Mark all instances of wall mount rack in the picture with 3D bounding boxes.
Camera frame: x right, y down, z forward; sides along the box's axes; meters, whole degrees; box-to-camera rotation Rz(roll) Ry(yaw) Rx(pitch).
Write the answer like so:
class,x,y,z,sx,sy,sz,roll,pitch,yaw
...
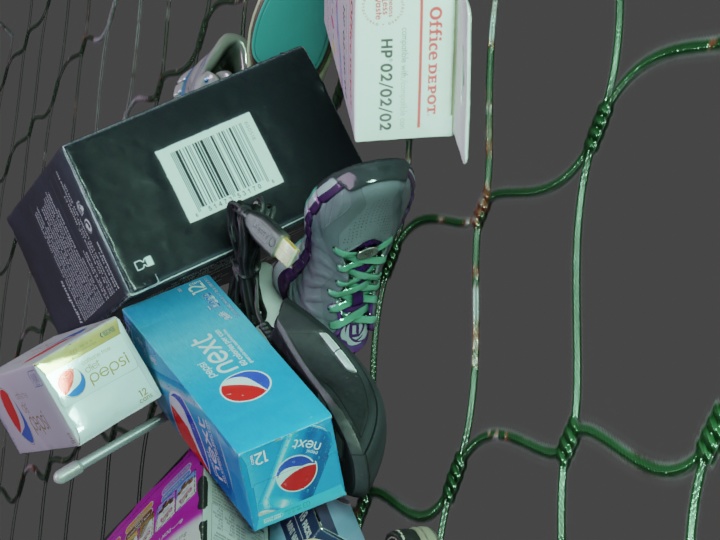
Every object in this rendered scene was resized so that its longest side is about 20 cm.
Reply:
class,x,y,z,sx,sy,sz,roll,pitch,yaw
wall mount rack,-0.138,0.116,1.811,0.200,0.173,0.075,-147,68,-73

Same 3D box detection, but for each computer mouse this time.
class,x,y,z,sx,sy,sz,roll,pitch,yaw
computer mouse,-0.028,0.039,1.603,0.200,0.046,0.141,54,155,39

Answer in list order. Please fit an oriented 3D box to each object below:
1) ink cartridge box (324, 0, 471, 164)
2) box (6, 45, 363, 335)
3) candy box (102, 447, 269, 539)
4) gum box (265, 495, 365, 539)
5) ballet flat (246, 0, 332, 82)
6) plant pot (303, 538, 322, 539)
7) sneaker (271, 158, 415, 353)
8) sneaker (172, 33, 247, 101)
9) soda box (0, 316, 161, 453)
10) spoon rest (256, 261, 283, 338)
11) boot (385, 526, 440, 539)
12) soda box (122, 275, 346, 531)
class,x,y,z,sx,sy,sz,roll,pitch,yaw
ink cartridge box,0.021,-0.160,1.578,0.200,0.068,0.116,-104,12,-56
box,-0.126,-0.047,1.780,0.118,0.196,0.200,63,157,5
candy box,-0.119,0.221,1.610,0.136,0.061,0.200,-46,24,25
gum box,-0.080,0.219,1.673,0.200,0.044,0.170,-56,21,12
ballet flat,-0.055,-0.153,1.908,0.070,0.069,0.201,-110,33,-61
plant pot,0.000,0.255,1.244,0.177,0.199,0.200,-79,10,-46
sneaker,0.000,0.000,1.635,0.200,0.074,0.088,120,136,-63
sneaker,-0.121,-0.119,2.097,0.087,0.075,0.201,125,151,-45
soda box,-0.202,0.080,1.724,0.064,0.068,0.200,61,161,-5
spoon rest,-0.068,0.042,1.819,0.100,0.060,0.200,69,161,-6
boot,-0.027,0.234,1.386,0.073,0.150,0.201,133,143,-72
soda box,-0.084,0.083,1.626,0.200,0.068,0.064,45,151,52
